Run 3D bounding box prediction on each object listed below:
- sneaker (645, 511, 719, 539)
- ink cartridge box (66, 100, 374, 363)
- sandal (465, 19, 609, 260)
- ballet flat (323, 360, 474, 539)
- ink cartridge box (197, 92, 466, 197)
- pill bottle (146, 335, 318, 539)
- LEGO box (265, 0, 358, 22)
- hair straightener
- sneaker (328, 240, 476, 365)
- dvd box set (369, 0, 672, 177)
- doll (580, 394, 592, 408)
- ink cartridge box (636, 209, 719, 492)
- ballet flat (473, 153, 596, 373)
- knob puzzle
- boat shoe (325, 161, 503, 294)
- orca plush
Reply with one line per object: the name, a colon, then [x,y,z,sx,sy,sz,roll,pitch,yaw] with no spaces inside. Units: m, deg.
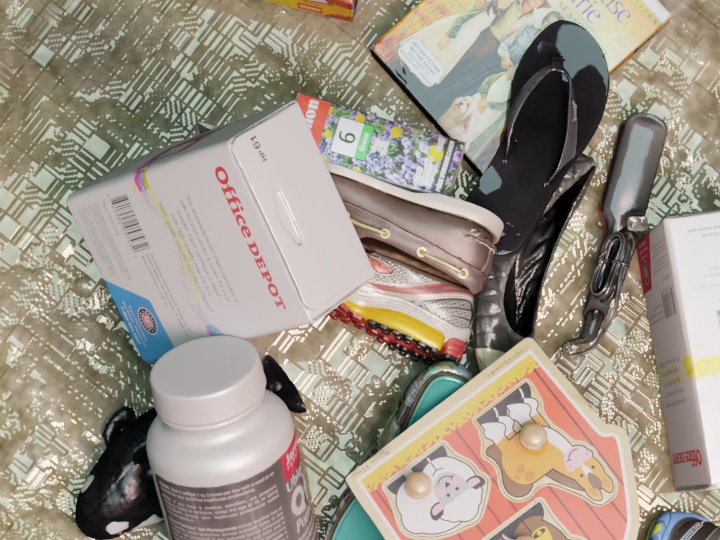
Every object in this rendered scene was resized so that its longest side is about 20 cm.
sneaker: [0.248,0.286,1.614,0.082,0.071,0.201,8,81,7]
ink cartridge box: [-0.104,-0.026,1.567,0.085,0.199,0.145,-34,104,-42]
sandal: [0.138,-0.102,1.627,0.076,0.043,0.201,20,75,8]
ballet flat: [0.033,0.156,1.626,0.074,0.074,0.201,33,102,3]
ink cartridge box: [-0.022,-0.094,1.635,0.199,0.109,0.051,17,80,2]
pill bottle: [-0.096,0.153,1.561,0.110,0.111,0.201,-12,120,-2]
LEGO box: [-0.083,-0.297,1.673,0.199,0.077,0.150,15,84,1]
hair straightener: [0.196,-0.028,1.646,0.041,0.077,0.201,20,84,0]
sneaker: [0.000,0.000,1.650,0.199,0.078,0.083,26,76,-5]
dvd box set: [0.128,-0.187,1.687,0.200,0.029,0.147,-41,85,-4]
doll: [0.103,0.176,1.611,0.200,0.048,0.137,-44,127,-13]
ink cartridge box: [0.273,0.062,1.604,0.083,0.145,0.202,-8,84,-3]
ballet flat: [0.131,-0.004,1.645,0.056,0.066,0.201,10,80,33]
knob puzzle: [0.114,0.174,1.526,0.218,0.030,0.221,-2,72,6]
boat shoe: [0.005,-0.034,1.586,0.199,0.072,0.060,16,75,7]
orca plush: [-0.135,0.140,1.627,0.199,0.071,0.106,-22,84,-3]
